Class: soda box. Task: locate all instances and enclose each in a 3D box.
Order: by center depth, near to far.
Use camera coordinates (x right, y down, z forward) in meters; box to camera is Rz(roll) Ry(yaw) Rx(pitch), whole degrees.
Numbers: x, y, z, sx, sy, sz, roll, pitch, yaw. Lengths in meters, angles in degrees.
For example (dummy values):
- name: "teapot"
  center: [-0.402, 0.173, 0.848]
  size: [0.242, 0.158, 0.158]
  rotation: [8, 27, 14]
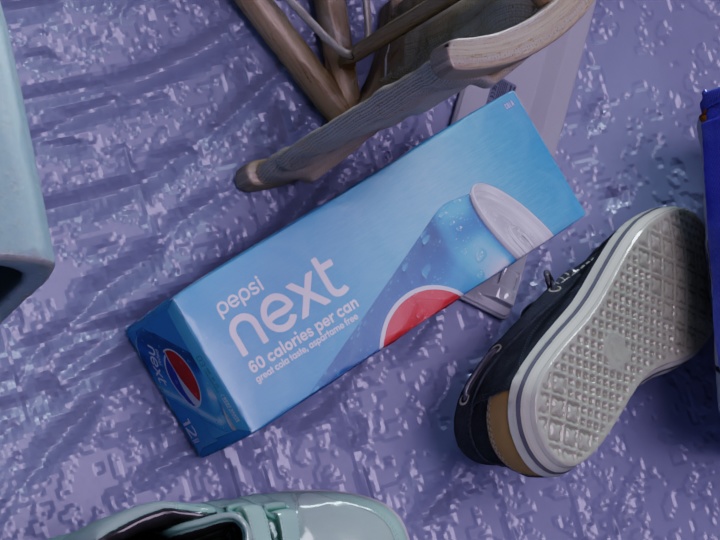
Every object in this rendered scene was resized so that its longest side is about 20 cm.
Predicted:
- name: "soda box"
  center: [0.000, 0.000, 1.117]
  size: [0.199, 0.064, 0.068]
  rotation: [-32, 92, -28]

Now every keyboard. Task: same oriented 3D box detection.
- name: "keyboard"
  center: [0.072, -0.078, 1.214]
  size: [0.056, 0.011, 0.201]
  rotation: [23, 68, -17]

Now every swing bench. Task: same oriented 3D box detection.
- name: "swing bench"
  center: [0.004, -0.160, 1.084]
  size: [0.129, 0.199, 0.201]
  rotation: [-23, 90, -31]

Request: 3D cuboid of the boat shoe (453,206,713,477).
- name: "boat shoe"
  center: [0.107, 0.030, 1.176]
  size: [0.200, 0.062, 0.075]
  rotation: [-43, 113, -44]

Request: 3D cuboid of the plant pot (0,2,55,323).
- name: "plant pot"
  center: [-0.241, -0.068, 0.939]
  size: [0.195, 0.196, 0.202]
  rotation: [4, 68, -28]

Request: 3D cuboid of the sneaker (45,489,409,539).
- name: "sneaker"
  center: [-0.045, 0.126, 1.037]
  size: [0.199, 0.118, 0.074]
  rotation: [-7, 80, -31]

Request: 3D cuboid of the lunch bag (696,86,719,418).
- name: "lunch bag"
  center: [0.241, 0.005, 1.221]
  size: [0.199, 0.123, 0.172]
  rotation: [7, 73, -37]
